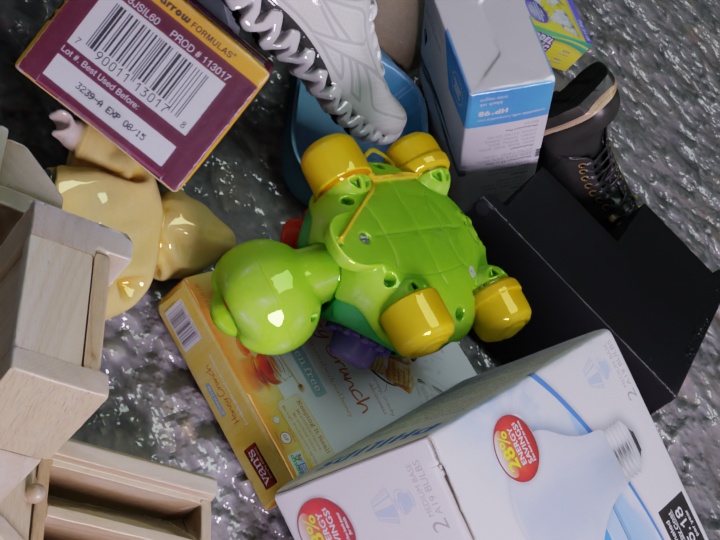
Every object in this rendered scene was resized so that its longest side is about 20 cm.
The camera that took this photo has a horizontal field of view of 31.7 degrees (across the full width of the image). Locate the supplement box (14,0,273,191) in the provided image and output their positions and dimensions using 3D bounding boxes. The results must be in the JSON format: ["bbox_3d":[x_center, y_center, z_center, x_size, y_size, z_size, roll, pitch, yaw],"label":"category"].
[{"bbox_3d":[-0.120,-0.124,0.761,0.110,0.086,0.200,39,6,-9],"label":"supplement box"}]

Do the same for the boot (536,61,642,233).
[{"bbox_3d":[0.197,-0.087,1.031,0.138,0.077,0.200,49,-5,-4],"label":"boot"}]

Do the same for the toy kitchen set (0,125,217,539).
[{"bbox_3d":[-0.118,0.049,0.597,0.180,0.200,0.163,21,46,-29],"label":"toy kitchen set"}]

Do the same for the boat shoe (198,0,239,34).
[{"bbox_3d":[-0.132,-0.250,0.941,0.091,0.071,0.200,-24,75,-50],"label":"boat shoe"}]

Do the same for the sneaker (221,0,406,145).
[{"bbox_3d":[-0.015,-0.158,0.867,0.200,0.081,0.075,41,12,-47],"label":"sneaker"}]

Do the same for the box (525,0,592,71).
[{"bbox_3d":[0.124,-0.268,1.214,0.200,0.048,0.117,6,53,-38],"label":"box"}]

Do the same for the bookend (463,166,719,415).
[{"bbox_3d":[0.170,0.003,0.990,0.200,0.092,0.199,45,37,0],"label":"bookend"}]

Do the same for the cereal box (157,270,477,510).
[{"bbox_3d":[-0.017,0.054,0.814,0.200,0.040,0.144,-17,72,-49],"label":"cereal box"}]

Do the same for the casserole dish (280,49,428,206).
[{"bbox_3d":[-0.007,-0.101,0.957,0.121,0.039,0.200,27,42,-23],"label":"casserole dish"}]

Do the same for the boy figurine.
[{"bbox_3d":[-0.159,-0.029,0.723,0.200,0.064,0.125,-3,92,-46],"label":"boy figurine"}]

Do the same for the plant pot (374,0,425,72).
[{"bbox_3d":[0.065,-0.263,1.024,0.187,0.200,0.187,24,39,-21],"label":"plant pot"}]

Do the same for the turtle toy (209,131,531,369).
[{"bbox_3d":[0.000,0.000,0.761,0.200,0.101,0.146,-8,64,-46],"label":"turtle toy"}]

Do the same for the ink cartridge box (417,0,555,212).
[{"bbox_3d":[0.092,-0.125,0.994,0.067,0.200,0.116,-12,61,-8],"label":"ink cartridge box"}]

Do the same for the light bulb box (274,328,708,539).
[{"bbox_3d":[0.091,0.164,0.729,0.200,0.125,0.198,-23,86,-50],"label":"light bulb box"}]
